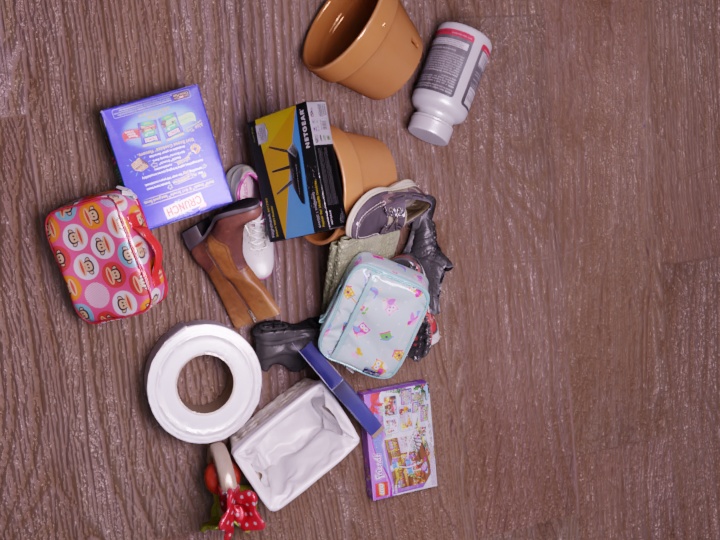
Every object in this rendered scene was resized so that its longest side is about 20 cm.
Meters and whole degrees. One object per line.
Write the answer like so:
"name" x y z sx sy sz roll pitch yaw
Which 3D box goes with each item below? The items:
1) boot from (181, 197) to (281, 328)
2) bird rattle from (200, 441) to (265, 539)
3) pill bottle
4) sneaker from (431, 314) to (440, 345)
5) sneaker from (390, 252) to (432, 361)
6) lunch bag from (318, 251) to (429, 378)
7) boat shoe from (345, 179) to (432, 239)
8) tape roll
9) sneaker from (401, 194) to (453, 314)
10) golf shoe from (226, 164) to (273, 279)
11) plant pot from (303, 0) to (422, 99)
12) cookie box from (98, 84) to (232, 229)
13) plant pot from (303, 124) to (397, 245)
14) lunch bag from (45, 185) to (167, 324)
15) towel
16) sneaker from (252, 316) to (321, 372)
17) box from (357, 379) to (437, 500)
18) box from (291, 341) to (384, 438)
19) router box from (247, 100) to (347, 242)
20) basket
"boot" -0.195 -0.006 1.391 0.186 0.069 0.203 -24 102 29
"bird rattle" -0.233 0.373 1.393 0.110 0.201 0.166 -16 73 -13
"pill bottle" 0.159 -0.340 1.519 0.109 0.110 0.204 23 86 -19
"sneaker" 0.055 0.122 1.538 0.197 0.077 0.087 -20 94 -28
"sneaker" 0.093 0.059 1.483 0.069 0.098 0.205 -7 109 14
"lunch bag" 0.017 0.080 1.397 0.157 0.077 0.203 21 113 -10
"boat shoe" 0.051 -0.097 1.367 0.199 0.064 0.073 -28 139 -49
"tape roll" -0.272 0.189 1.423 0.197 0.071 0.208 -1 94 -18
"sneaker" 0.132 -0.029 1.537 0.102 0.060 0.204 21 93 15
"golf shoe" -0.188 -0.081 1.426 0.074 0.091 0.205 -15 99 -19
"plant pot" 0.014 -0.392 1.426 0.139 0.199 0.203 33 83 -33
"cookie box" -0.325 -0.185 1.379 0.168 0.075 0.205 -19 99 -17
"plant pot" -0.028 -0.156 1.434 0.138 0.198 0.206 -11 97 -33
"lunch bag" -0.395 -0.025 1.320 0.172 0.082 0.205 -12 103 20
"towel" 0.000 0.000 1.452 0.146 0.037 0.203 -22 143 -31
"sneaker" -0.100 0.136 1.488 0.195 0.076 0.093 -1 106 -16
"box" 0.071 0.319 1.566 0.133 0.039 0.206 -7 96 -19
"box" -0.038 0.201 1.437 0.032 0.121 0.201 -41 132 -5
"router box" -0.104 -0.158 1.349 0.050 0.147 0.205 -13 93 -48
"basket" -0.123 0.297 1.453 0.198 0.123 0.137 -36 103 -14
